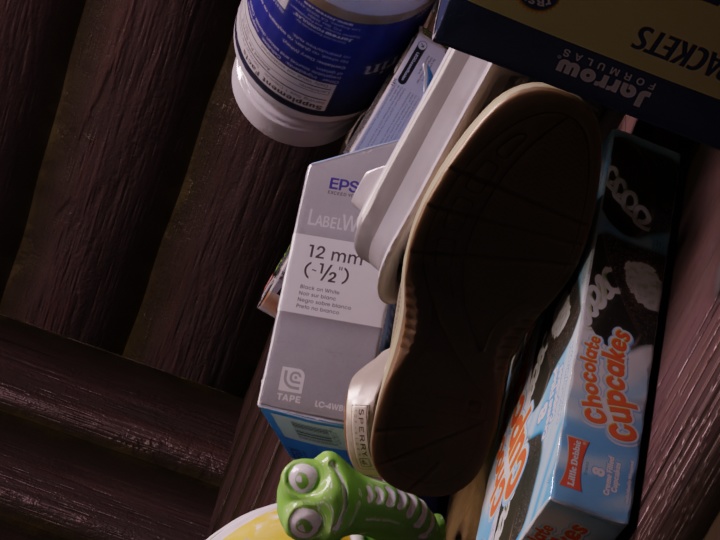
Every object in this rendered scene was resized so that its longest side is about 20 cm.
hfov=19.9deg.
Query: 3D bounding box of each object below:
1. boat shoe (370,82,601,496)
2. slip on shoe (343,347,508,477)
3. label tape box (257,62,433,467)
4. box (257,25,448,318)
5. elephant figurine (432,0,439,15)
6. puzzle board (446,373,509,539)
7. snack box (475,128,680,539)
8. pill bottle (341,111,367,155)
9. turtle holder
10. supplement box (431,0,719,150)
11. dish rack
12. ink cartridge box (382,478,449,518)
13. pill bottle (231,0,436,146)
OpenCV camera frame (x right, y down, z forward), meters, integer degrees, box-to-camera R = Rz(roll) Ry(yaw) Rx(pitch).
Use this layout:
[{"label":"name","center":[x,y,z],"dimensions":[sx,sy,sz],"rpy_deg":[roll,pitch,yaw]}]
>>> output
[{"label":"boat shoe","center":[0.051,0.002,0.897],"dimensions":[0.065,0.072,0.201],"rpy_deg":[-83,9,-62]},{"label":"slip on shoe","center":[0.050,0.051,1.067],"dimensions":[0.200,0.060,0.077],"rpy_deg":[-37,-57,-66]},{"label":"label tape box","center":[0.000,0.000,1.138],"dimensions":[0.143,0.065,0.202],"rpy_deg":[70,-151,-74]},{"label":"box","center":[0.031,-0.037,1.272],"dimensions":[0.201,0.110,0.035],"rpy_deg":[-58,6,14]},{"label":"elephant figurine","center":[0.082,-0.211,1.350],"dimensions":[0.200,0.154,0.142],"rpy_deg":[-54,22,31]},{"label":"puzzle board","center":[0.078,0.072,1.080],"dimensions":[0.201,0.017,0.151],"rpy_deg":[-76,6,-51]},{"label":"snack box","center":[0.091,0.051,0.882],"dimensions":[0.117,0.037,0.201],"rpy_deg":[114,173,-50]},{"label":"pill bottle","center":[0.045,-0.065,1.391],"dimensions":[0.200,0.115,0.117],"rpy_deg":[-101,30,-81]},{"label":"turtle holder","center":[-0.024,0.179,1.012],"dimensions":[0.186,0.131,0.142],"rpy_deg":[129,148,-67]},{"label":"supplement box","center":[0.130,-0.191,0.791],"dimensions":[0.201,0.133,0.201],"rpy_deg":[-76,8,-56]},{"label":"dish rack","center":[0.068,-0.069,0.970],"dimensions":[0.173,0.043,0.200],"rpy_deg":[-62,-23,13]},{"label":"ink cartridge box","center":[0.038,0.098,1.181],"dimensions":[0.095,0.037,0.201],"rpy_deg":[90,-166,-51]},{"label":"pill bottle","center":[-0.019,-0.167,1.317],"dimensions":[0.200,0.115,0.116],"rpy_deg":[121,167,-61]}]
